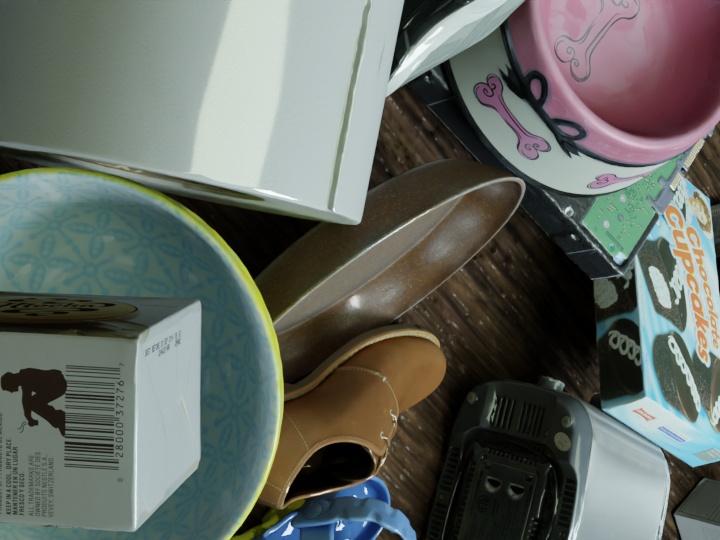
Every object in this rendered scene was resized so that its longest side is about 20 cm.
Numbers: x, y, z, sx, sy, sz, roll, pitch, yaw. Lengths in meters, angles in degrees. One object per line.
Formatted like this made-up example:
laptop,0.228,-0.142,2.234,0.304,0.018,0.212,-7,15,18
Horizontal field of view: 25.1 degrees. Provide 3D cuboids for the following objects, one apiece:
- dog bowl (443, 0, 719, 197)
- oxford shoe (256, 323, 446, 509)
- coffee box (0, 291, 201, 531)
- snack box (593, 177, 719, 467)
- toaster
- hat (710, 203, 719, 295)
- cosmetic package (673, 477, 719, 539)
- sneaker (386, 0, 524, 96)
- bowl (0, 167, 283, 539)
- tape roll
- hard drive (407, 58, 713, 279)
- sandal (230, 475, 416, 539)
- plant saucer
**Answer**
dog bowl,0.147,-0.148,0.964,0.198,0.074,0.202,3,83,-30
oxford shoe,-0.005,0.089,0.922,0.199,0.071,0.072,-26,139,-47
coffee box,-0.175,0.052,0.674,0.113,0.198,0.081,-38,130,-80
snack box,0.201,0.018,1.083,0.116,0.037,0.202,31,49,-42
toaster,0.120,0.173,1.041,0.129,0.113,0.202,19,83,-45
hat,0.300,0.049,1.206,0.199,0.081,0.203,-8,102,-43
cosmetic package,0.312,0.259,1.252,0.051,0.082,0.201,-39,122,-30
sneaker,0.027,-0.134,0.879,0.074,0.199,0.079,62,15,16
bowl,-0.127,0.048,0.779,0.108,0.198,0.202,-46,139,-80
tape roll,-0.083,-0.109,0.746,0.202,0.202,0.141,12,88,-43
hard drive,0.125,-0.111,1.010,0.200,0.038,0.140,44,66,-18
sandal,-0.041,0.182,0.912,0.200,0.087,0.080,-45,126,-26
plant saucer,0.000,0.000,0.878,0.199,0.200,0.035,-27,76,-37
